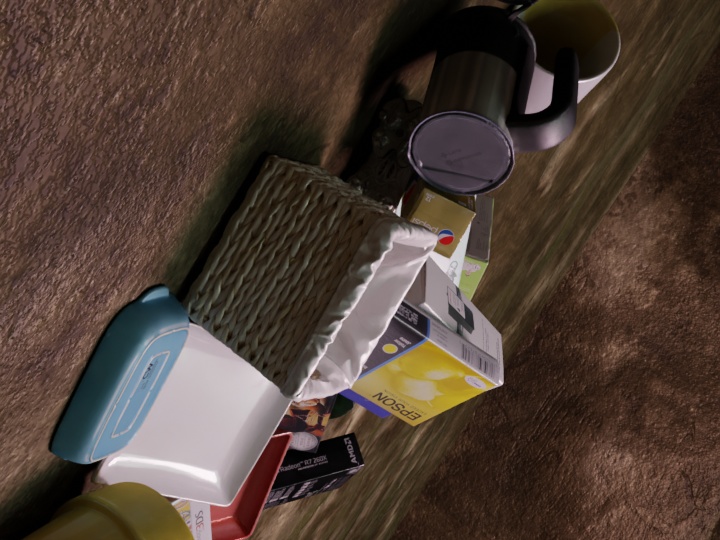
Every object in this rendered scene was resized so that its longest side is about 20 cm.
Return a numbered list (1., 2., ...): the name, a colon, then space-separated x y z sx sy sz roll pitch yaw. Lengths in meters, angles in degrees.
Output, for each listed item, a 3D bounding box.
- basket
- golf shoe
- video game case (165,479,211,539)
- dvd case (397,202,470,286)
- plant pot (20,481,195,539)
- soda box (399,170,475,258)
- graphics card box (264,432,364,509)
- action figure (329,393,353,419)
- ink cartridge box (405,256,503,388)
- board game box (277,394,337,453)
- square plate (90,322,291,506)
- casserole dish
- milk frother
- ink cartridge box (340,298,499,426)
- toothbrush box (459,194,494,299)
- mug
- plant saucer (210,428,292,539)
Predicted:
1. basket: -0.048 0.004 1.384 0.201 0.160 0.198 -58 166 8
2. golf shoe: 0.028 -0.104 1.582 0.201 0.078 0.097 -58 171 15
3. video game case: -0.257 0.333 1.553 0.198 0.023 0.183 -28 145 -25
4. dvd case: 0.070 -0.018 1.744 0.149 0.025 0.203 -4 114 -32
5. plant pot: -0.278 0.325 1.325 0.188 0.201 0.202 -9 134 -49
6. soda box: 0.089 -0.092 1.570 0.065 0.067 0.201 -62 -172 23
7. graphics card box: -0.105 0.273 1.780 0.197 0.051 0.126 -11 161 -22
8. action figure: -0.069 0.181 1.812 0.199 0.055 0.119 -31 -148 32
9. ink cartridge box: 0.068 0.082 1.682 0.200 0.145 0.084 45 34 -39
10. board game box: -0.094 0.130 1.581 0.035 0.133 0.201 -88 -168 -44
11. square plate: -0.169 0.154 1.454 0.199 0.028 0.200 20 104 -46
12. casserole dish: -0.223 0.108 1.303 0.202 0.039 0.121 -61 165 17
13. milk frother: 0.129 -0.224 1.457 0.201 0.179 0.190 52 37 -33
14. ink cartridge box: 0.028 0.117 1.625 0.199 0.197 0.047 -33 -140 34
15. toothbrush box: 0.119 0.000 1.963 0.147 0.085 0.201 -79 -174 -47
16. mug: 0.260 -0.282 1.811 0.186 0.149 0.154 -40 168 -27
17. plant saucer: -0.195 0.260 1.594 0.197 0.037 0.201 -8 138 -34
